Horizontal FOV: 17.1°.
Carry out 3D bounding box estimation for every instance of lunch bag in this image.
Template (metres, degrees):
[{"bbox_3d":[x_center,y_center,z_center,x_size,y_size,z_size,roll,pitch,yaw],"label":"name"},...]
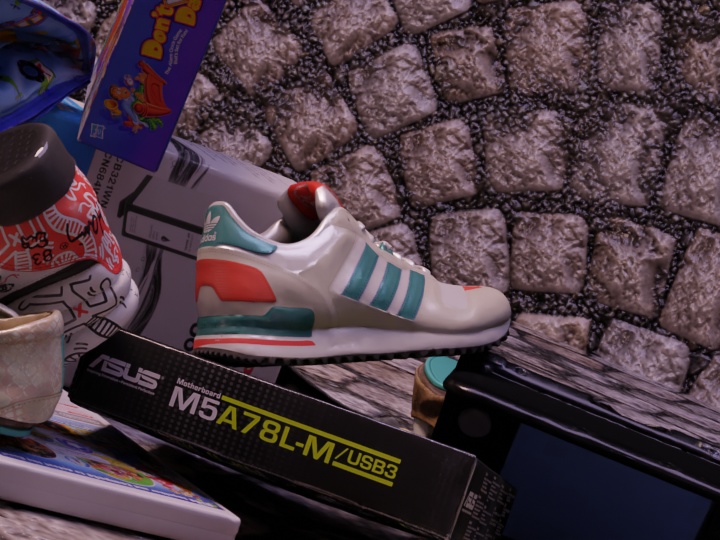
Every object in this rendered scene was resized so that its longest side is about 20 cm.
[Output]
[{"bbox_3d":[-0.228,-0.135,1.239,0.149,0.095,0.200,22,13,10],"label":"lunch bag"}]

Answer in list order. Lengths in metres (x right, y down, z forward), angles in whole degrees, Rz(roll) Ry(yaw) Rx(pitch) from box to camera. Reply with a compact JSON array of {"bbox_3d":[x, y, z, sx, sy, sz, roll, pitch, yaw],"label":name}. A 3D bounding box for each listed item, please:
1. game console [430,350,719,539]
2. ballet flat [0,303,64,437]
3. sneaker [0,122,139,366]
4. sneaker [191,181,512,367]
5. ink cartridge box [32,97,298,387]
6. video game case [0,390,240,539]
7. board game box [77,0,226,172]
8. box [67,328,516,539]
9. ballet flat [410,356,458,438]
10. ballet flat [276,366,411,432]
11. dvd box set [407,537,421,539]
[{"bbox_3d":[0.125,0.129,1.261,0.199,0.177,0.117,22,36,5],"label":"game console"},{"bbox_3d":[-0.222,0.019,1.018,0.198,0.063,0.067,13,8,-10],"label":"ballet flat"},{"bbox_3d":[-0.198,0.015,1.079,0.108,0.200,0.067,60,22,-29],"label":"sneaker"},{"bbox_3d":[-0.001,0.000,1.237,0.198,0.094,0.070,-3,-1,-36],"label":"sneaker"},{"bbox_3d":[-0.132,-0.005,1.355,0.199,0.147,0.084,18,6,-25],"label":"ink cartridge box"},{"bbox_3d":[-0.161,0.073,1.104,0.142,0.018,0.200,19,5,-37],"label":"video game case"},{"bbox_3d":[-0.106,-0.140,1.300,0.044,0.135,0.200,22,10,-9],"label":"board game box"},{"bbox_3d":[-0.026,0.086,1.169,0.192,0.048,0.200,17,-7,12],"label":"box"},{"bbox_3d":[0.067,0.104,1.476,0.067,0.073,0.200,19,4,-17],"label":"ballet flat"},{"bbox_3d":[-0.031,0.077,1.441,0.199,0.057,0.066,25,6,38],"label":"ballet flat"},{"bbox_3d":[0.065,0.163,1.019,0.145,0.030,0.200,21,4,11],"label":"dvd box set"}]
